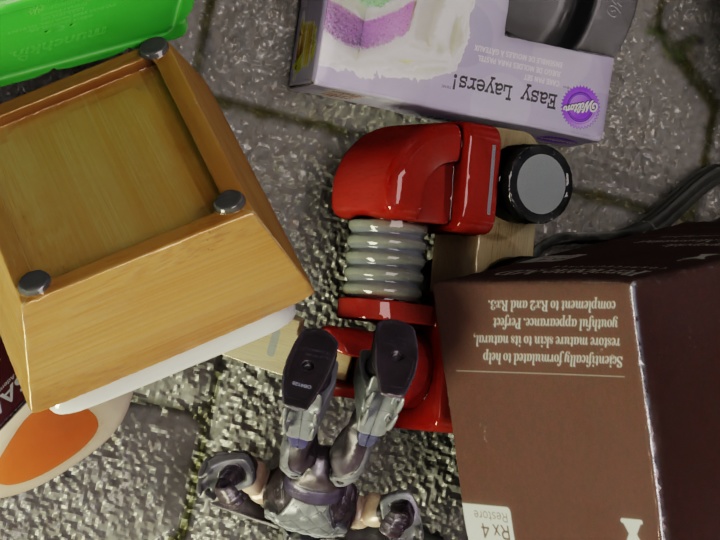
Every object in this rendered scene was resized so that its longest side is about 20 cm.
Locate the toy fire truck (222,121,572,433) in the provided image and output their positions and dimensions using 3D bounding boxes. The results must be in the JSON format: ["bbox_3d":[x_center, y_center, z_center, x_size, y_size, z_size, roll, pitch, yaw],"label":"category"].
[{"bbox_3d":[0.000,0.000,1.606,0.200,0.129,0.177,6,88,-33],"label":"toy fire truck"}]

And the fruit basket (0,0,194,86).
[{"bbox_3d":[-0.193,-0.214,1.503,0.215,0.156,0.216,5,64,-10],"label":"fruit basket"}]

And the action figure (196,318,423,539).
[{"bbox_3d":[-0.023,0.108,1.562,0.130,0.200,0.070,5,51,-7],"label":"action figure"}]

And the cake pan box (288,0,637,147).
[{"bbox_3d":[0.066,-0.178,1.657,0.200,0.052,0.185,11,88,-22],"label":"cake pan box"}]

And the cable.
[{"bbox_3d":[0.157,-0.011,1.707,0.200,0.050,0.097,-46,111,-26],"label":"cable"}]

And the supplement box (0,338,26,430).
[{"bbox_3d":[-0.267,0.007,1.487,0.061,0.109,0.200,-46,107,-16],"label":"supplement box"}]

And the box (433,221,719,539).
[{"bbox_3d":[0.174,0.068,1.544,0.200,0.166,0.165,-12,98,-37],"label":"box"}]

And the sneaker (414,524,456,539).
[{"bbox_3d":[0.067,0.242,1.651,0.090,0.066,0.200,-41,107,-20],"label":"sneaker"}]

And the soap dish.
[{"bbox_3d":[-0.129,-0.029,1.485,0.157,0.200,0.081,-22,132,-6],"label":"soap dish"}]

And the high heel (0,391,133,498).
[{"bbox_3d":[-0.158,0.035,1.578,0.200,0.096,0.067,-46,132,2],"label":"high heel"}]
